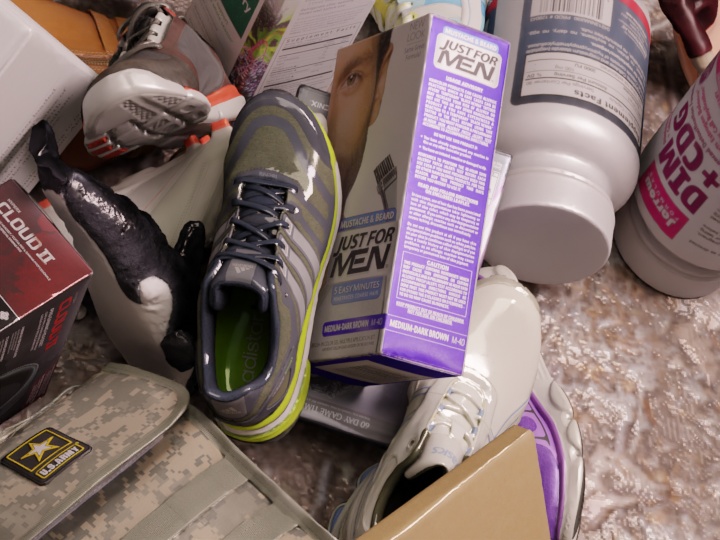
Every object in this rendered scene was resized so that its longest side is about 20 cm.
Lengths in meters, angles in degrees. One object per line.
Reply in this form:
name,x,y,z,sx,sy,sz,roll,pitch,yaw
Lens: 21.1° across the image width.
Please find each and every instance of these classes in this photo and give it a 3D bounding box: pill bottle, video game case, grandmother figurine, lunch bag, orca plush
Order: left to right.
lunch bag,-0.135,0.154,1.056,0.200,0.118,0.164,42,58,17
orca plush,-0.126,-0.011,1.120,0.071,0.105,0.201,-47,122,-24
video game case,0.000,0.000,1.196,0.142,0.019,0.201,18,76,-4
pill bottle,0.132,-0.097,1.310,0.119,0.120,0.201,18,56,-10
grandmother figurine,0.234,-0.186,1.373,0.200,0.060,0.122,43,27,-51
pill bottle,0.251,-0.071,1.289,0.113,0.200,0.114,10,56,-15

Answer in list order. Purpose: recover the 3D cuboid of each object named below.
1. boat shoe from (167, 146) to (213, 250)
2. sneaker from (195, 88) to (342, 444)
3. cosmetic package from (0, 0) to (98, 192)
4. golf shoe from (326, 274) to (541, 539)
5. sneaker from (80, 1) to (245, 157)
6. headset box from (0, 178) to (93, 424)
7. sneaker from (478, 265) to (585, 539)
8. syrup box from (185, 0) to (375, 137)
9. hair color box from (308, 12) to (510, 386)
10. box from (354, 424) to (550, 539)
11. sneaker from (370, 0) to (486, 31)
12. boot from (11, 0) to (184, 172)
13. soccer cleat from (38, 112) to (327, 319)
boat shoe,-0.026,-0.035,1.245,0.199,0.072,0.068,4,66,-10
sneaker,-0.054,-0.006,1.087,0.073,0.081,0.202,2,81,8
cosmetic package,-0.268,-0.104,1.078,0.165,0.200,0.165,40,89,6
golf shoe,0.055,0.097,1.125,0.078,0.097,0.201,27,86,-7
sneaker,-0.128,-0.117,1.143,0.077,0.200,0.082,-21,89,8
headset box,-0.241,0.049,1.057,0.200,0.149,0.077,-34,76,-34
sneaker,0.084,0.093,1.216,0.083,0.081,0.201,-15,58,-10
syrup box,-0.052,-0.169,1.233,0.081,0.200,0.079,-16,67,-29
hair color box,0.022,-0.038,1.134,0.064,0.109,0.201,17,75,-29
box,0.035,0.201,1.076,0.199,0.164,0.021,-31,36,-33
sneaker,0.020,-0.187,1.350,0.130,0.080,0.201,22,46,-9
boot,-0.197,-0.153,1.250,0.154,0.074,0.201,-9,74,-25
soccer cleat,-0.104,-0.037,1.175,0.199,0.069,0.078,-23,87,9
